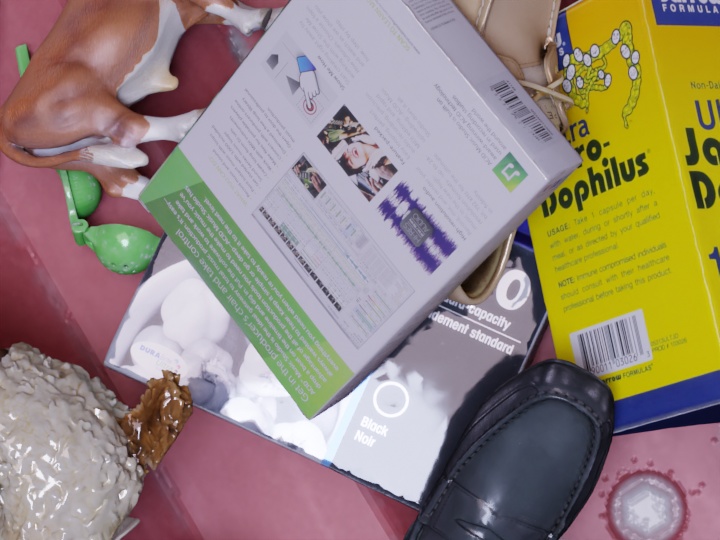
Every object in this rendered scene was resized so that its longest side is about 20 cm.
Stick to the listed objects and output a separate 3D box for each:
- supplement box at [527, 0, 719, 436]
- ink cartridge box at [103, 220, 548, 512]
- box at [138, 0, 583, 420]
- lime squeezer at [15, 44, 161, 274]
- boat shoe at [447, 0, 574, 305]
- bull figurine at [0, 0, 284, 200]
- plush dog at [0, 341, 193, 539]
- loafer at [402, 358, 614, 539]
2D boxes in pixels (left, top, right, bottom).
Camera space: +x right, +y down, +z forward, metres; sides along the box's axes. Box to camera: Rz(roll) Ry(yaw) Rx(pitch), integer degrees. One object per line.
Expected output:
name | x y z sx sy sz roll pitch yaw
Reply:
supplement box | 0.154 -0.029 0.918 0.109 0.109 0.200 -24 74 51
ink cartridge box | 0.000 0.000 0.985 0.198 0.043 0.200 24 86 4
box | -0.007 -0.042 0.889 0.144 0.036 0.200 52 129 10
lime squeezer | -0.132 -0.043 1.031 0.200 0.038 0.071 37 89 14
boat shoe | 0.065 -0.074 0.891 0.069 0.074 0.200 39 128 37
bull figurine | -0.112 -0.131 1.020 0.121 0.065 0.200 25 79 10
plush dog | -0.189 0.075 0.913 0.172 0.200 0.161 32 116 -9
loafer | 0.060 0.125 0.905 0.068 0.070 0.201 28 127 -1
